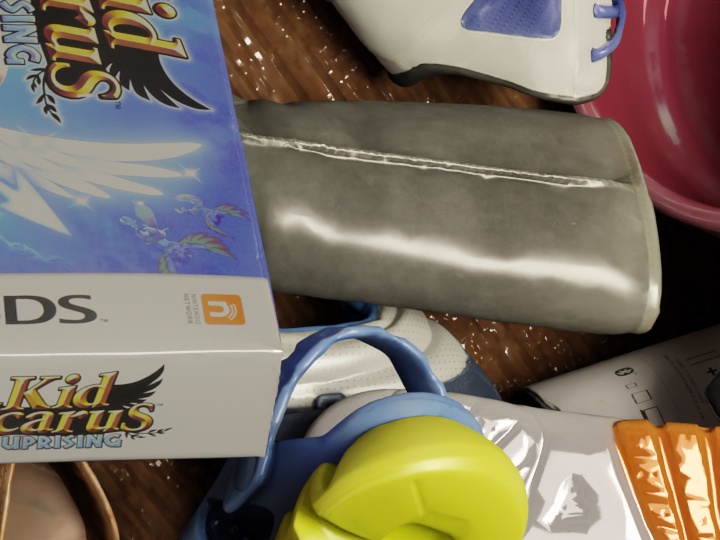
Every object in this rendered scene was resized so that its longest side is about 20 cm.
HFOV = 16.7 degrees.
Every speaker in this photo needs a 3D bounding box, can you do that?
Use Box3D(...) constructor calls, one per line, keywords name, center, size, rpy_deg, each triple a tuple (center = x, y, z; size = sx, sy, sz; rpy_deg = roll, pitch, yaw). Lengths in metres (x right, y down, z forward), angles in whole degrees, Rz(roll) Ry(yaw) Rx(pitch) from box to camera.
Box3D(name="speaker", center=(0.159, 0.052, 0.903), size=(0.199, 0.081, 0.082), rpy_deg=(-17, 97, -15))

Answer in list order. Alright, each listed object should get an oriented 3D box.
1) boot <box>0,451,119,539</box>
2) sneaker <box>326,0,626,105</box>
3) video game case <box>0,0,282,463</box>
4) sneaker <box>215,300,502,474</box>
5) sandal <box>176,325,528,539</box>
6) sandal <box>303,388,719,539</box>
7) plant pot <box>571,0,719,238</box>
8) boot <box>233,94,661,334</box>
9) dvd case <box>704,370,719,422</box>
Box3D(name="boot", center=(-0.131, 0.045, 0.719), size=(0.073, 0.154, 0.201), rpy_deg=(-29, 102, -27))
Box3D(name="sneaker", center=(0.073, -0.127, 0.860), size=(0.199, 0.081, 0.115), rpy_deg=(-32, 114, 11))
Box3D(name="video game case", center=(-0.125, -0.032, 0.693), size=(0.180, 0.046, 0.201), rpy_deg=(0, 44, -14))
Box3D(name="sneaker", center=(-0.034, 0.093, 0.827), size=(0.200, 0.081, 0.147), rpy_deg=(-38, 96, -21))
Box3D(name="sandal", center=(-0.025, 0.089, 0.729), size=(0.079, 0.200, 0.087), rpy_deg=(24, 36, -31))
Box3D(name="sandal", center=(0.078, 0.082, 0.813), size=(0.205, 0.059, 0.080), rpy_deg=(16, 83, -5))
Box3D(name="plant pot", center=(0.203, -0.094, 0.911), size=(0.178, 0.199, 0.201), rpy_deg=(14, 81, -45))
Box3D(name="boot", center=(0.001, -0.001, 0.797), size=(0.199, 0.073, 0.183), rpy_deg=(16, 47, -18))
Box3D(name="dvd case", center=(0.232, 0.025, 0.846), size=(0.199, 0.025, 0.151), rpy_deg=(25, 112, -35))
